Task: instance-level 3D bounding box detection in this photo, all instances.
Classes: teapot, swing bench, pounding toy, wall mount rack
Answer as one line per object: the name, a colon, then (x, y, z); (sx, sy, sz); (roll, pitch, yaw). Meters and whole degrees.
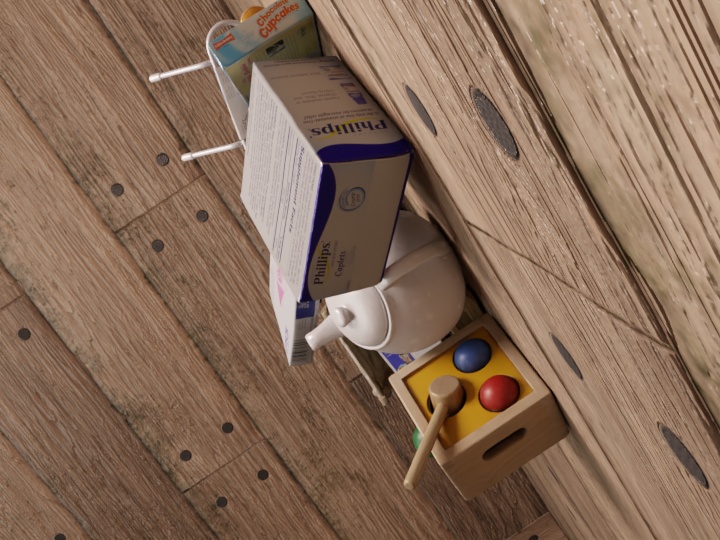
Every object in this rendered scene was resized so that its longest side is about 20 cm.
teapot: (0.025, 0.027, 1.050); (0.197, 0.146, 0.201); (23, 129, 39)
swing bench: (0.065, 0.095, 1.502); (0.199, 0.200, 0.130); (57, -170, -9)
pounding toy: (0.127, 0.177, 1.041); (0.142, 0.200, 0.184); (57, 180, -43)
wall mount rack: (-0.179, -0.229, 1.138); (0.075, 0.173, 0.201); (-131, 21, -68)

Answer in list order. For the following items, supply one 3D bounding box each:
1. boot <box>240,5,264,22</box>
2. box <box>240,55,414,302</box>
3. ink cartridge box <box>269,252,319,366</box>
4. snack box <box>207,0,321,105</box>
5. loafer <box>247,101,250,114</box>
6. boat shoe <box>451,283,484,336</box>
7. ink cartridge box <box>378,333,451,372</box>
boot: (-0.087, -0.284, 1.185); (0.201, 0.071, 0.144); (53, 176, -23)
box: (-0.046, -0.103, 0.917); (0.200, 0.105, 0.184); (58, 148, 40)
ink cartridge box: (-0.104, 0.001, 1.209); (0.197, 0.043, 0.200); (98, 156, -48)
snack box: (-0.107, -0.257, 0.999); (0.037, 0.116, 0.200); (58, 180, 0)
loafer: (-0.078, -0.175, 1.120); (0.200, 0.068, 0.071); (39, -138, -45)
boat shoe: (0.153, 0.095, 1.173); (0.200, 0.064, 0.071); (56, -179, -32)
ink cartridge box: (0.067, 0.092, 1.210); (0.200, 0.099, 0.039); (51, -146, -10)
